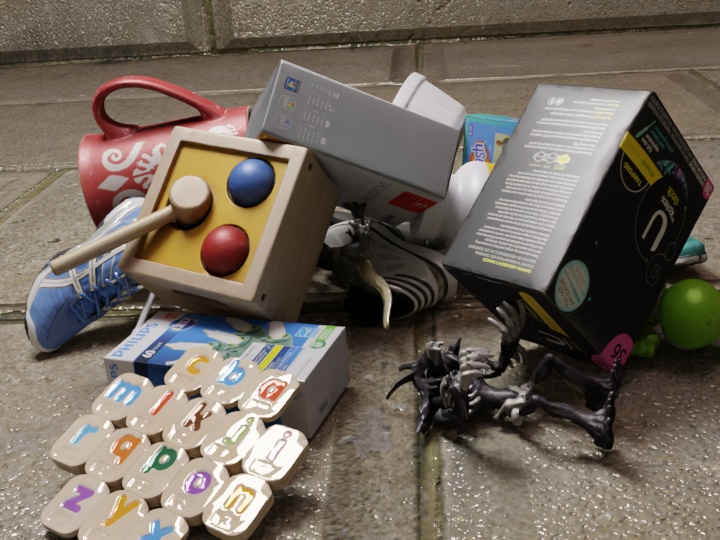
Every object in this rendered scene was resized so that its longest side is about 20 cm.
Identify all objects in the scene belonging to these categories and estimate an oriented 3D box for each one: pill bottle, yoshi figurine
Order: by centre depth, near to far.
[{"bbox_3d":[0.270,0.027,0.878,0.198,0.114,0.112,14,35,34],"label":"yoshi figurine"},{"bbox_3d":[0.160,-0.061,1.042,0.196,0.114,0.112,9,20,-9],"label":"pill bottle"}]

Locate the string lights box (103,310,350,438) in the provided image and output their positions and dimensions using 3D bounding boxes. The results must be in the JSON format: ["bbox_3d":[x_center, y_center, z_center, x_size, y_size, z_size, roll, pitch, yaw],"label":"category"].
[{"bbox_3d":[-0.119,0.091,0.835,0.197,0.060,0.103,4,24,19],"label":"string lights box"}]

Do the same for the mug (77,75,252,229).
[{"bbox_3d":[-0.214,-0.128,1.058,0.197,0.178,0.135,-12,54,5],"label":"mug"}]

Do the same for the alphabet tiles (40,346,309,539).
[{"bbox_3d":[-0.142,0.140,0.709,0.197,0.015,0.196,12,45,29],"label":"alphabet tiles"}]

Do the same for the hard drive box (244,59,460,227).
[{"bbox_3d":[-0.018,-0.126,0.964,0.197,0.078,0.156,18,-13,-14],"label":"hard drive box"}]

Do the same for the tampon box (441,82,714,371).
[{"bbox_3d":[0.198,-0.041,0.828,0.125,0.150,0.202,18,74,49],"label":"tampon box"}]

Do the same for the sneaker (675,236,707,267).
[{"bbox_3d":[0.335,-0.054,1.094,0.076,0.081,0.200,-8,23,-17],"label":"sneaker"}]

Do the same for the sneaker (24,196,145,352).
[{"bbox_3d":[-0.274,0.005,0.971,0.077,0.076,0.201,24,70,43],"label":"sneaker"}]

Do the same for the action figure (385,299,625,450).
[{"bbox_3d":[0.114,0.084,0.761,0.197,0.103,0.119,7,35,22],"label":"action figure"}]

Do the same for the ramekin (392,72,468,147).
[{"bbox_3d":[0.074,-0.153,1.243,0.093,0.205,0.203,25,26,6],"label":"ramekin"}]

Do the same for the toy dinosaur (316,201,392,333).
[{"bbox_3d":[-0.005,-0.017,0.935,0.047,0.090,0.200,-4,22,-25],"label":"toy dinosaur"}]

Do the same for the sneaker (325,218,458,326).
[{"bbox_3d":[0.000,0.000,1.022,0.199,0.077,0.115,18,28,39],"label":"sneaker"}]

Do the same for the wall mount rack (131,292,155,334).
[{"bbox_3d":[-0.158,0.026,0.998,0.197,0.076,0.174,4,20,20],"label":"wall mount rack"}]

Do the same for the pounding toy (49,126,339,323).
[{"bbox_3d":[-0.156,-0.039,0.897,0.197,0.187,0.142,12,-17,22],"label":"pounding toy"}]

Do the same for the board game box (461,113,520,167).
[{"bbox_3d":[0.217,-0.111,1.155,0.198,0.155,0.045,16,20,39],"label":"board game box"}]

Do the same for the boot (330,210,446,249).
[{"bbox_3d":[0.009,-0.043,1.174,0.198,0.069,0.130,12,14,36],"label":"boot"}]
